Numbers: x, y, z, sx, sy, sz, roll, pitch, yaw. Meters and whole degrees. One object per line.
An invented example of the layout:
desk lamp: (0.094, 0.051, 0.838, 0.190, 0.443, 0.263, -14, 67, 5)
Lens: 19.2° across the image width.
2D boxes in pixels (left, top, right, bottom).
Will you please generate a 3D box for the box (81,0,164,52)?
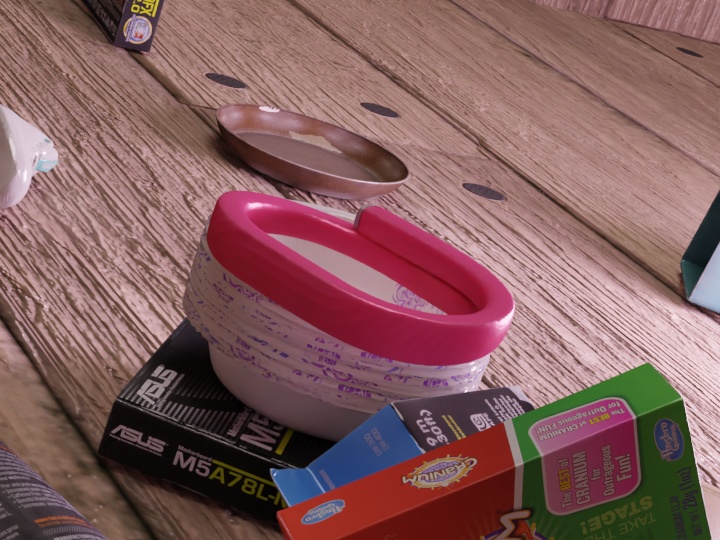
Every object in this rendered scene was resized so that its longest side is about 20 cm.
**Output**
box: (-0.255, -0.349, 2.384, 0.044, 0.160, 0.200, 12, 17, -23)

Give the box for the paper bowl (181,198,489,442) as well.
paper bowl: (-0.017, 0.038, 1.367, 0.201, 0.104, 0.201, 19, 18, -6)

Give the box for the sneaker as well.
sneaker: (-0.284, -0.097, 1.737, 0.088, 0.075, 0.200, 23, 12, -29)

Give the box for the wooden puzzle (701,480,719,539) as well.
wooden puzzle: (0.240, 0.188, 1.458, 0.185, 0.037, 0.200, 25, 13, 20)

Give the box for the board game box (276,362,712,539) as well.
board game box: (0.074, 0.151, 1.046, 0.200, 0.153, 0.040, -22, 29, -9)

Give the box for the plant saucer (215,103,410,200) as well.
plant saucer: (-0.050, -0.113, 2.085, 0.200, 0.032, 0.200, 16, 17, -5)

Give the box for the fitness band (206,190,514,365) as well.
fitness band: (0.000, 0.000, 1.272, 0.200, 0.037, 0.144, 30, 21, 33)

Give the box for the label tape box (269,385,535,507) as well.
label tape box: (0.060, 0.147, 1.250, 0.200, 0.066, 0.143, -1, 50, -53)

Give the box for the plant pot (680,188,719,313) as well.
plant pot: (0.439, -0.006, 2.096, 0.200, 0.141, 0.141, 26, 17, -1)

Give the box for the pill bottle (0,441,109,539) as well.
pill bottle: (-0.181, 0.144, 1.018, 0.106, 0.106, 0.200, 2, 24, -44)

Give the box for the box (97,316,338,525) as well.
box: (-0.052, 0.104, 1.382, 0.193, 0.048, 0.200, 23, 18, 4)
